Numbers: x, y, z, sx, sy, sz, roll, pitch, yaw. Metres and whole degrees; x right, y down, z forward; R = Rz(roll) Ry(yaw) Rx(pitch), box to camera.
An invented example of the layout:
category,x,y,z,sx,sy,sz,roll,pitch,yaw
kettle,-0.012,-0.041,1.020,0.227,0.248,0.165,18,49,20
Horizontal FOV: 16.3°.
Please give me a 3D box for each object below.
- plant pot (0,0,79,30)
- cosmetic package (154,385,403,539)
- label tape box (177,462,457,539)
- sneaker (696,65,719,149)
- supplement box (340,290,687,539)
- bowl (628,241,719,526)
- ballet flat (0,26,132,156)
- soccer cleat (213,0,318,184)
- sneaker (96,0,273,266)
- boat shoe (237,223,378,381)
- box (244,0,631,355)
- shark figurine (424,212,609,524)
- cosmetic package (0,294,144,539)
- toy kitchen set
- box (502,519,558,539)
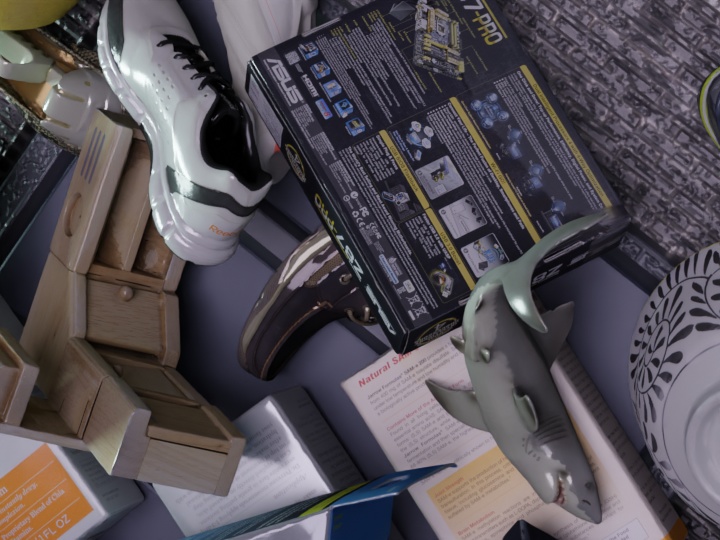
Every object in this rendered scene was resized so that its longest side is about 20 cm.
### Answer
category,x,y,z,sx,sy,sz,roll,pitch,yaw
plant pot,-0.222,-0.238,1.584,0.199,0.200,0.143,22,125,13
cosmetic package,-0.030,0.185,1.597,0.101,0.071,0.201,-35,84,15
label tape box,-0.043,0.174,1.481,0.199,0.143,0.067,-17,89,16
sneaker,0.271,-0.043,1.499,0.200,0.081,0.074,46,104,8
supplement box,0.096,0.116,1.563,0.126,0.074,0.201,-33,86,14
bowl,0.244,0.088,1.480,0.199,0.094,0.202,8,116,18
ballet flat,-0.210,-0.126,1.631,0.200,0.075,0.068,36,101,10
soccer cleat,-0.063,-0.155,1.596,0.077,0.069,0.201,5,88,20
sneaker,-0.102,-0.106,1.556,0.080,0.073,0.201,-45,58,43
boat shoe,0.000,0.000,1.582,0.073,0.074,0.200,42,105,9
box,0.045,-0.071,1.522,0.161,0.049,0.201,-27,74,-14
shark figurine,0.100,0.036,1.469,0.089,0.215,0.128,-37,49,-25
cosmetic package,-0.246,0.104,1.660,0.101,0.071,0.200,-39,83,15
toy kitchen set,-0.161,0.011,1.531,0.162,0.200,0.181,13,103,-29
box,0.134,0.268,1.498,0.199,0.105,0.148,29,112,-20
